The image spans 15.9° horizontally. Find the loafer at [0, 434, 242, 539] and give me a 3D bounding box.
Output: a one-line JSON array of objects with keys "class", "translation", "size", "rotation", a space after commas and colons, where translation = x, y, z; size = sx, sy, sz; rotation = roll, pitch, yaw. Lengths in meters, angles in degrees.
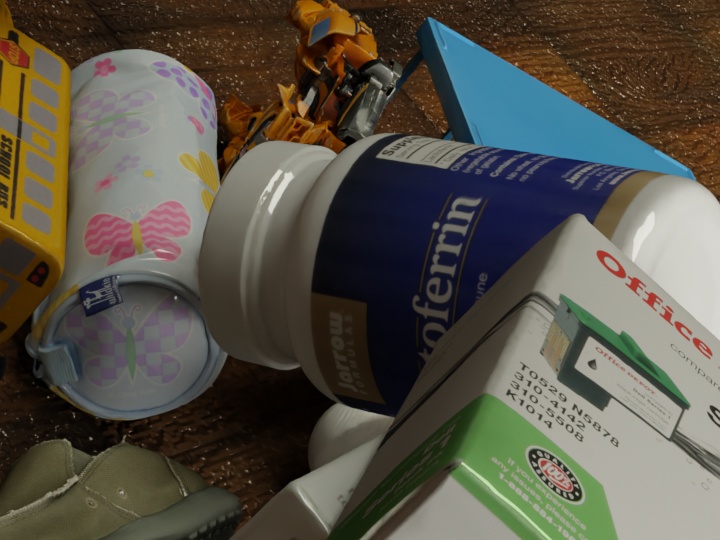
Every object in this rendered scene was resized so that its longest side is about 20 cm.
[{"class": "loafer", "translation": [-0.124, 0.111, 1.012], "size": [0.070, 0.075, 0.200], "rotation": [38, 19, 18]}]

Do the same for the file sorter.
[{"class": "file sorter", "translation": [0.092, -0.017, 1.422], "size": [0.199, 0.123, 0.139], "rotation": [27, 27, -28]}]

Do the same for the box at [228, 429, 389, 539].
[{"class": "box", "translation": [0.016, 0.186, 0.933], "size": [0.200, 0.199, 0.171], "rotation": [49, 27, 9]}]

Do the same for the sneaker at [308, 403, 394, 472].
[{"class": "sneaker", "translation": [0.037, 0.090, 1.270], "size": [0.199, 0.076, 0.088], "rotation": [18, 19, -44]}]

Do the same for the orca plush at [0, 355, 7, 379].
[{"class": "orca plush", "translation": [-0.204, 0.008, 1.021], "size": [0.071, 0.106, 0.201], "rotation": [5, 39, -28]}]

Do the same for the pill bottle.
[{"class": "pill bottle", "translation": [0.041, 0.007, 1.044], "size": [0.199, 0.117, 0.115], "rotation": [10, 10, 31]}]

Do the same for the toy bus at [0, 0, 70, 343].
[{"class": "toy bus", "translation": [-0.178, -0.060, 1.185], "size": [0.078, 0.065, 0.201], "rotation": [30, 29, -24]}]

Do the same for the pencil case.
[{"class": "pencil case", "translation": [-0.108, -0.019, 1.203], "size": [0.201, 0.090, 0.083], "rotation": [-95, 159, -52]}]

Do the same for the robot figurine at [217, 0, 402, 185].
[{"class": "robot figurine", "translation": [-0.036, -0.066, 1.317], "size": [0.058, 0.145, 0.200], "rotation": [32, 18, -11]}]

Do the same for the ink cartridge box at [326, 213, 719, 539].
[{"class": "ink cartridge box", "translation": [0.079, 0.086, 0.846], "size": [0.146, 0.084, 0.200], "rotation": [42, 28, -5]}]
